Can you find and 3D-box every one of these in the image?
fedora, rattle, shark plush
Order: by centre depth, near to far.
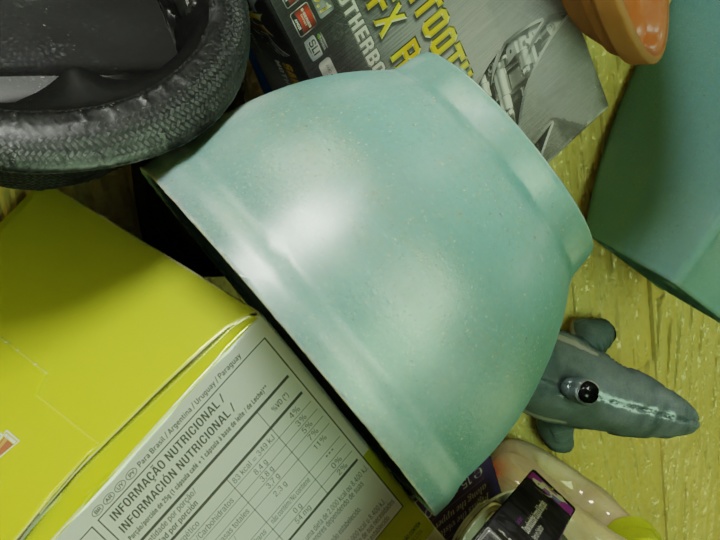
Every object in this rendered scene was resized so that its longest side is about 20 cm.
[{"bbox_3d":[-0.151,-0.094,0.783,0.200,0.201,0.092,-28,155,-28],"label":"fedora"},{"bbox_3d":[0.124,0.058,1.090,0.200,0.083,0.091,35,84,-41],"label":"shark plush"},{"bbox_3d":[0.084,0.167,1.093,0.143,0.131,0.200,-43,137,21],"label":"rattle"}]

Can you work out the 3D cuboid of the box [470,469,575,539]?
[{"bbox_3d":[0.038,0.168,0.831,0.143,0.036,0.200,-51,170,8],"label":"box"}]

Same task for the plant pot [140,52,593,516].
[{"bbox_3d":[0.017,-0.010,0.792,0.134,0.200,0.200,-40,128,-4],"label":"plant pot"}]

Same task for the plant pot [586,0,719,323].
[{"bbox_3d":[0.242,-0.075,1.107,0.141,0.141,0.200,32,93,-41],"label":"plant pot"}]

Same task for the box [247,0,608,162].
[{"bbox_3d":[0.031,-0.117,0.898,0.158,0.048,0.200,-41,128,-19],"label":"box"}]

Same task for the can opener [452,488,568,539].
[{"bbox_3d":[0.103,0.207,1.002,0.053,0.067,0.201,-37,126,-23],"label":"can opener"}]

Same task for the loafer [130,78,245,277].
[{"bbox_3d":[-0.081,-0.084,0.879,0.073,0.071,0.201,-30,123,-27],"label":"loafer"}]

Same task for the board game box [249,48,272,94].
[{"bbox_3d":[0.017,-0.185,0.931,0.196,0.056,0.201,-38,126,-22],"label":"board game box"}]

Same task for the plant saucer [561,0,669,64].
[{"bbox_3d":[0.120,-0.204,0.925,0.200,0.037,0.201,-9,90,-69],"label":"plant saucer"}]

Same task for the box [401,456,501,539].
[{"bbox_3d":[0.013,0.196,1.039,0.148,0.104,0.201,-36,125,-24],"label":"box"}]

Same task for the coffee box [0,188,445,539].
[{"bbox_3d":[-0.118,0.115,0.837,0.200,0.199,0.198,-48,131,-13],"label":"coffee box"}]
